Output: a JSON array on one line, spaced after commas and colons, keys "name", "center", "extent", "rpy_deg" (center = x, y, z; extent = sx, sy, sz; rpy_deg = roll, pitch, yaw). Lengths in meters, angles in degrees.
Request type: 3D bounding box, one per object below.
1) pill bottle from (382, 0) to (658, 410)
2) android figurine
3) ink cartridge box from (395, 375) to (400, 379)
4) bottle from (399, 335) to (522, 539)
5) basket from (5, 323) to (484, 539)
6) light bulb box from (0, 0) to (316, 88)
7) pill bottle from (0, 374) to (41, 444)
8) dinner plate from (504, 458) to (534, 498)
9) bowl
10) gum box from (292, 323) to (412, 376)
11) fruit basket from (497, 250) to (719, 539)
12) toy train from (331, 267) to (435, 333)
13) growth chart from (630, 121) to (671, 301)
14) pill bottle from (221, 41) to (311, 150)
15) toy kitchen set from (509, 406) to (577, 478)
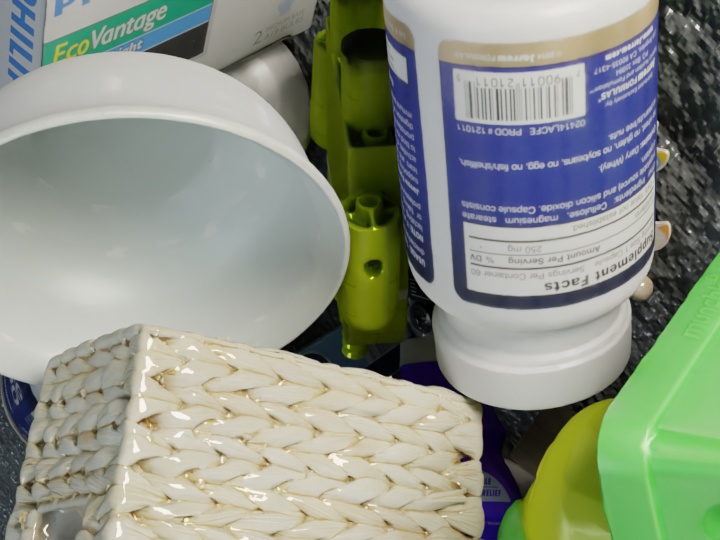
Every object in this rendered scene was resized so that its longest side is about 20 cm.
[{"name": "pill bottle", "center": [0.073, -0.045, 0.666], "extent": [0.115, 0.115, 0.202], "rpy_deg": [24, 133, 38]}, {"name": "android figurine", "center": [-0.001, -0.046, 0.776], "extent": [0.183, 0.041, 0.201], "rpy_deg": [-99, 9, -49]}, {"name": "ink cartridge box", "center": [-0.021, 0.177, 0.944], "extent": [0.145, 0.147, 0.200], "rpy_deg": [58, 144, 1]}, {"name": "bottle", "center": [0.046, 0.137, 0.791], "extent": [0.065, 0.083, 0.202], "rpy_deg": [152, 120, -66]}, {"name": "basket", "center": [-0.051, 0.108, 0.694], "extent": [0.135, 0.198, 0.125], "rpy_deg": [-19, 60, 55]}, {"name": "light bulb box", "center": [-0.147, -0.193, 0.779], "extent": [0.200, 0.197, 0.125], "rpy_deg": [44, 144, 20]}, {"name": "pill bottle", "center": [-0.151, 0.054, 0.901], "extent": [0.112, 0.110, 0.200], "rpy_deg": [58, 157, 0]}, {"name": "dinner plate", "center": [0.051, 0.197, 0.827], "extent": [0.201, 0.199, 0.024], "rpy_deg": [57, 161, 2]}, {"name": "bowl", "center": [-0.107, -0.035, 0.695], "extent": [0.202, 0.199, 0.091], "rpy_deg": [113, 154, -49]}, {"name": "gum box", "center": [-0.078, 0.100, 0.936], "extent": [0.045, 0.169, 0.200], "rpy_deg": [57, 145, 1]}, {"name": "fruit basket", "center": [0.139, 0.081, 0.633], "extent": [0.214, 0.215, 0.157], "rpy_deg": [9, 123, 47]}, {"name": "toy train", "center": [0.000, 0.000, 0.885], "extent": [0.199, 0.034, 0.046], "rpy_deg": [14, 122, 44]}, {"name": "growth chart", "center": [0.086, -0.086, 0.734], "extent": [0.144, 0.018, 0.202], "rpy_deg": [18, 129, 42]}, {"name": "pill bottle", "center": [-0.119, -0.064, 0.912], "extent": [0.115, 0.114, 0.200], "rpy_deg": [57, 145, 2]}, {"name": "toy kitchen set", "center": [0.130, 0.212, 0.789], "extent": [0.180, 0.201, 0.163], "rpy_deg": [37, -179, 27]}]
